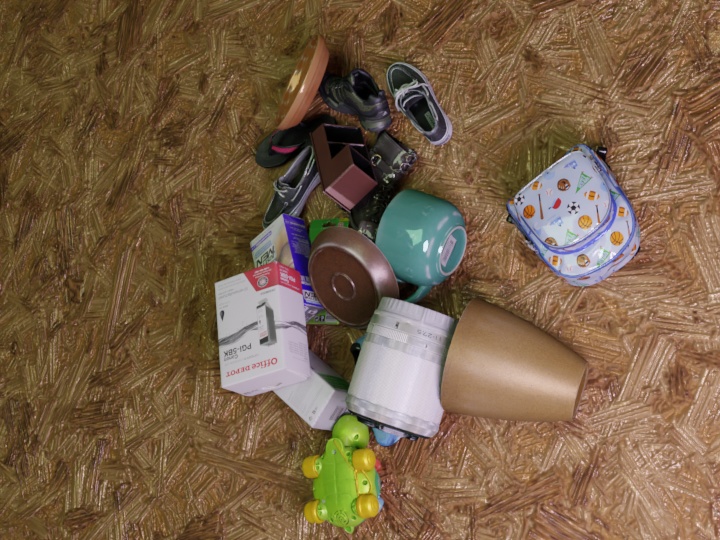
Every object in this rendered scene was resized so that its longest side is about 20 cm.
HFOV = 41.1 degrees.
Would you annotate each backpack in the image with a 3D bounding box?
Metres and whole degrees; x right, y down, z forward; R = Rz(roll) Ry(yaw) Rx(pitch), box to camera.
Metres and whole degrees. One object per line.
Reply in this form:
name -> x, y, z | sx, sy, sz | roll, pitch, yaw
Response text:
backpack -> 0.342, -0.080, 1.503 | 0.199, 0.154, 0.192 | -39, 71, 16

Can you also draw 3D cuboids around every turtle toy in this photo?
turtle toy -> -0.020, 0.351, 1.666 | 0.144, 0.101, 0.203 | -13, 71, 30

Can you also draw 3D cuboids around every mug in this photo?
mug -> 0.113, -0.037, 1.649 | 0.113, 0.152, 0.187 | 21, 130, 31

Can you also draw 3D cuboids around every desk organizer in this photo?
desk organizer -> -0.032, -0.207, 1.774 | 0.077, 0.071, 0.201 | -41, 35, 21

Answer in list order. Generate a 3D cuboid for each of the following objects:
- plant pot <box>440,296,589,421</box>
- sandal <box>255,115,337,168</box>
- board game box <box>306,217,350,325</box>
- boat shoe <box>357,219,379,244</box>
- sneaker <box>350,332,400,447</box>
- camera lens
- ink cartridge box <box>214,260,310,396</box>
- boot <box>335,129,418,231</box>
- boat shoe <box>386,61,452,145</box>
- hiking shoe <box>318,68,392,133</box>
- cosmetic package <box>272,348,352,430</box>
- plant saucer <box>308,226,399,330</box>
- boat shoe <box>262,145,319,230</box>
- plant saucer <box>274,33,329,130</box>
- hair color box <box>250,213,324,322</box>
plant pot -> 0.249, 0.158, 1.500 | 0.197, 0.186, 0.189 | 15, 87, 21
sandal -> -0.137, -0.265, 1.922 | 0.198, 0.045, 0.076 | -19, 69, 29
board game box -> -0.063, 0.002, 1.821 | 0.094, 0.030, 0.204 | -1, 81, 36
boat shoe -> 0.000, 0.000, 1.717 | 0.060, 0.072, 0.203 | 27, 123, 10
sneaker -> 0.018, 0.208, 1.660 | 0.078, 0.089, 0.203 | -11, 92, 43
camera lens -> 0.072, 0.161, 1.550 | 0.158, 0.159, 0.203 | 14, 83, 35
ink cartridge box -> -0.177, 0.105, 1.715 | 0.145, 0.083, 0.203 | -19, 65, 25
boot -> 0.045, -0.151, 1.760 | 0.175, 0.069, 0.201 | -49, 55, 15
boat shoe -> 0.096, -0.315, 1.764 | 0.073, 0.068, 0.201 | -36, 61, 21
hiking shoe -> -0.009, -0.344, 1.810 | 0.199, 0.075, 0.102 | 37, 143, 35
cosmetic package -> -0.104, 0.202, 1.755 | 0.199, 0.107, 0.086 | 38, 99, 33
plant saucer -> -0.021, 0.022, 1.671 | 0.198, 0.034, 0.203 | 22, 128, 30
boat shoe -> -0.139, -0.163, 1.881 | 0.072, 0.071, 0.201 | 41, 99, 40
plant saucer -> -0.111, -0.364, 1.879 | 0.201, 0.037, 0.201 | -56, 19, 31
hair color box -> -0.141, 0.008, 1.829 | 0.109, 0.064, 0.202 | -37, 56, 34
